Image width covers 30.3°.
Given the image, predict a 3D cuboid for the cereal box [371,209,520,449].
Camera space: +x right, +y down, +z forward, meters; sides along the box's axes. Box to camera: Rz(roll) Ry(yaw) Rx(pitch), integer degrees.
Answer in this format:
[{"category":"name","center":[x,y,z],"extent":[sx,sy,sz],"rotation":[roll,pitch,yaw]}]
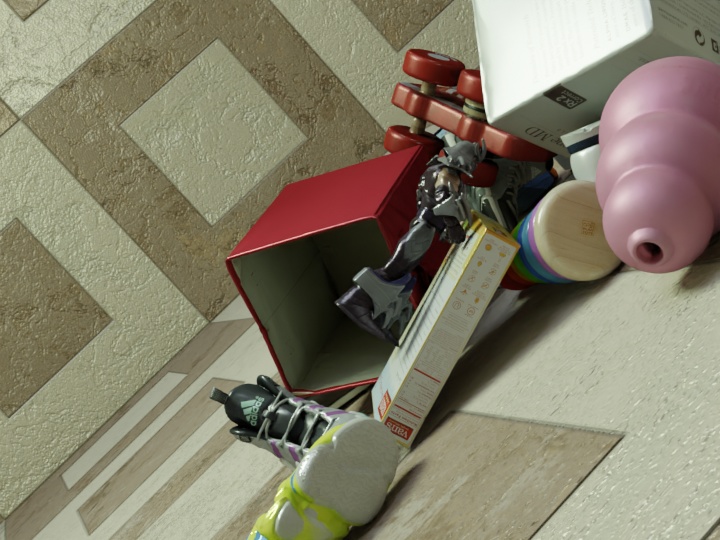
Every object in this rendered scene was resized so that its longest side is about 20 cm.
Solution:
[{"category":"cereal box","center":[0.072,0.048,1.183],"extent":[0.201,0.039,0.144],"rotation":[-62,5,9]}]

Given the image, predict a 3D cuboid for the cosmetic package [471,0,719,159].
[{"category":"cosmetic package","center":[0.240,-0.229,1.297],"extent":[0.200,0.164,0.166],"rotation":[-28,57,41]}]

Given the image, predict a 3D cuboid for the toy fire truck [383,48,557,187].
[{"category":"toy fire truck","center":[0.133,-0.163,1.437],"extent":[0.167,0.200,0.113],"rotation":[-4,-65,-44]}]

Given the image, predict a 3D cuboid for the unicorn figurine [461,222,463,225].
[{"category":"unicorn figurine","center":[0.054,0.002,1.490],"extent":[0.199,0.138,0.074],"rotation":[-8,34,44]}]

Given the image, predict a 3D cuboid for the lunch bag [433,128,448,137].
[{"category":"lunch bag","center":[0.183,-0.207,2.062],"extent":[0.161,0.083,0.200],"rotation":[-39,9,3]}]

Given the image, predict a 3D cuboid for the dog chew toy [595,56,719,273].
[{"category":"dog chew toy","center":[0.232,-0.074,0.997],"extent":[0.124,0.124,0.200],"rotation":[-36,18,40]}]

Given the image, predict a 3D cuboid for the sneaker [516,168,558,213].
[{"category":"sneaker","center":[0.140,-0.074,1.565],"extent":[0.200,0.078,0.075],"rotation":[-45,8,-16]}]

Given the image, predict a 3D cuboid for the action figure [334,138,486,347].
[{"category":"action figure","center":[0.057,-0.033,1.187],"extent":[0.201,0.069,0.130],"rotation":[-58,-3,0]}]

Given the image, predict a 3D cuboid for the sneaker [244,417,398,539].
[{"category":"sneaker","center":[-0.052,0.201,1.065],"extent":[0.200,0.076,0.105],"rotation":[-48,9,-31]}]

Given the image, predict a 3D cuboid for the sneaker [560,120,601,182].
[{"category":"sneaker","center":[0.241,-0.097,1.234],"extent":[0.076,0.081,0.200],"rotation":[-24,-4,28]}]

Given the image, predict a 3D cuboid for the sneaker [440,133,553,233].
[{"category":"sneaker","center":[0.169,-0.097,1.472],"extent":[0.115,0.075,0.200],"rotation":[-14,45,-9]}]

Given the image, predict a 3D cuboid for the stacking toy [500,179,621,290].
[{"category":"stacking toy","center":[0.167,-0.019,1.195],"extent":[0.085,0.085,0.200],"rotation":[-44,2,-15]}]

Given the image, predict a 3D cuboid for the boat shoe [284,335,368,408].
[{"category":"boat shoe","center":[-0.023,0.109,1.455],"extent":[0.201,0.061,0.072],"rotation":[-42,8,7]}]

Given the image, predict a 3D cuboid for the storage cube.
[{"category":"storage cube","center":[0.000,0.000,1.359],"extent":[0.199,0.172,0.180],"rotation":[-15,22,25]}]

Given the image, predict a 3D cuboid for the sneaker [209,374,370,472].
[{"category":"sneaker","center":[-0.072,0.141,1.209],"extent":[0.078,0.140,0.200],"rotation":[-63,10,-16]}]

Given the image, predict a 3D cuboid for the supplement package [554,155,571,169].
[{"category":"supplement package","center":[0.284,-0.224,1.514],"extent":[0.200,0.117,0.117],"rotation":[-44,10,-8]}]
